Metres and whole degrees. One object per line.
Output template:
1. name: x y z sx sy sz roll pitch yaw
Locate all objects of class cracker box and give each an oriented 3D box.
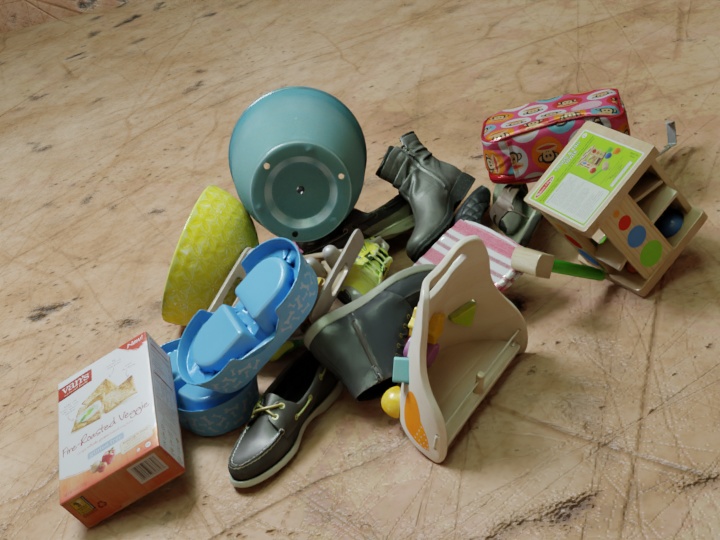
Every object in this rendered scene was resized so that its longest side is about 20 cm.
1. cracker box: -0.281 0.180 1.272 0.133 0.058 0.201 -31 37 7

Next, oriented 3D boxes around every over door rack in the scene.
1. over door rack: 0.348 -0.140 1.519 0.146 0.067 0.200 0 27 31

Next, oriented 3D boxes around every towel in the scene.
1. towel: 0.108 0.028 1.355 0.200 0.030 0.146 -45 36 -9

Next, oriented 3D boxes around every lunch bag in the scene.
1. lunch bag: 0.264 -0.191 1.499 0.198 0.083 0.177 -11 23 14

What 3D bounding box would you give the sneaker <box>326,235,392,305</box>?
1. sneaker: 0.000 0.000 1.416 0.076 0.075 0.200 -43 15 12

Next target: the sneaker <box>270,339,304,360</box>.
1. sneaker: -0.089 0.042 1.454 0.083 0.075 0.201 -14 38 12

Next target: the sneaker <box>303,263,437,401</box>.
1. sneaker: 0.040 0.076 1.286 0.199 0.075 0.106 -29 66 -25

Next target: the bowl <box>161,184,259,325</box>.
1. bowl: -0.188 -0.006 1.512 0.107 0.202 0.201 20 35 2

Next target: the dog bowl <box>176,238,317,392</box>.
1. dog bowl: -0.128 0.057 1.267 0.200 0.049 0.112 -48 40 4

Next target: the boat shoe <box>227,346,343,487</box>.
1. boat shoe: -0.092 0.162 1.250 0.071 0.061 0.201 3 35 34

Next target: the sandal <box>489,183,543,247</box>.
1. sandal: 0.200 -0.083 1.482 0.057 0.080 0.201 22 15 -15

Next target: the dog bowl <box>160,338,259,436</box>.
1. dog bowl: -0.201 0.145 1.358 0.111 0.050 0.199 -37 33 -31

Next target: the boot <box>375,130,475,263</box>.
1. boot: 0.071 -0.104 1.535 0.130 0.068 0.201 34 46 -1

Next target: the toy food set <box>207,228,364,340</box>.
1. toy food set: -0.099 0.016 1.359 0.199 0.061 0.144 -9 42 41

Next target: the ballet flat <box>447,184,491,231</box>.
1. ballet flat: 0.153 -0.055 1.513 0.056 0.067 0.201 30 37 -3

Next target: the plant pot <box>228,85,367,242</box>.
1. plant pot: -0.082 -0.129 1.476 0.198 0.202 0.188 -17 21 2

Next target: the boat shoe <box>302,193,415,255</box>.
1. boat shoe: -0.002 -0.057 1.560 0.198 0.065 0.073 -24 -4 -23

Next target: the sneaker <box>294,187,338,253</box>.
1. sneaker: -0.084 -0.090 1.657 0.078 0.096 0.200 -26 30 -17

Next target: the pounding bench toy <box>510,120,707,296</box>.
1. pounding bench toy: 0.284 -0.040 1.304 0.201 0.156 0.124 -50 34 -2

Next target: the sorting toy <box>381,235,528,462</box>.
1. sorting toy: 0.094 0.063 1.170 0.106 0.182 0.200 21 44 26
